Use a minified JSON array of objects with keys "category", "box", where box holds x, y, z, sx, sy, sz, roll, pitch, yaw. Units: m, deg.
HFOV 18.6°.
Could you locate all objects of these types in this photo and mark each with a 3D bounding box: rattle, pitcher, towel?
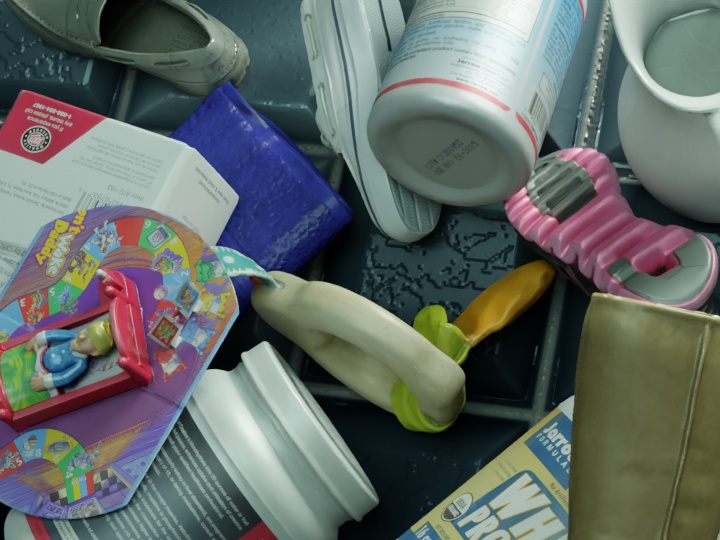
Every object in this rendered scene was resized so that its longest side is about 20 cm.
[{"category":"rattle","box":[0.000,0.000,1.376,0.200,0.130,0.143,33,90,13]},{"category":"pitcher","box":[0.217,-0.083,1.315,0.121,0.200,0.172,-19,66,8]},{"category":"towel","box":[-0.114,-0.014,1.470,0.200,0.050,0.148,-42,58,-1]}]

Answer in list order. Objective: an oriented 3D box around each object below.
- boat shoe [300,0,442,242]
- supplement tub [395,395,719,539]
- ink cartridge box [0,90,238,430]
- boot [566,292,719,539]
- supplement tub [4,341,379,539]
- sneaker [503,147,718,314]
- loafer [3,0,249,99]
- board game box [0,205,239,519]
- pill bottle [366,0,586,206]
[{"category":"boat shoe","box":[0.005,-0.105,1.466,0.067,0.073,0.201,-25,62,36]},{"category":"supplement tub","box":[0.125,0.163,1.278,0.200,0.145,0.145,-40,65,-1]},{"category":"ink cartridge box","box":[-0.193,0.003,1.415,0.145,0.083,0.200,20,76,28]},{"category":"boot","box":[0.190,0.125,1.177,0.175,0.066,0.201,11,90,-11]},{"category":"supplement tub","box":[-0.104,0.151,1.349,0.200,0.140,0.140,-36,65,1]},{"category":"sneaker","box":[0.159,-0.003,1.371,0.079,0.096,0.200,-33,39,-7]},{"category":"loafer","box":[-0.169,-0.179,1.532,0.200,0.070,0.070,20,76,22]},{"category":"board game box","box":[-0.173,0.045,1.314,0.158,0.039,0.200,25,79,29]},{"category":"pill bottle","box":[0.083,-0.148,1.414,0.108,0.109,0.200,9,56,19]}]
